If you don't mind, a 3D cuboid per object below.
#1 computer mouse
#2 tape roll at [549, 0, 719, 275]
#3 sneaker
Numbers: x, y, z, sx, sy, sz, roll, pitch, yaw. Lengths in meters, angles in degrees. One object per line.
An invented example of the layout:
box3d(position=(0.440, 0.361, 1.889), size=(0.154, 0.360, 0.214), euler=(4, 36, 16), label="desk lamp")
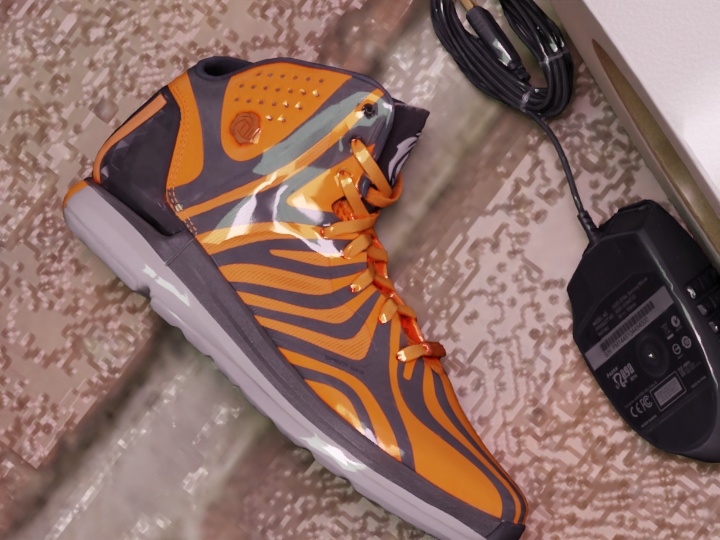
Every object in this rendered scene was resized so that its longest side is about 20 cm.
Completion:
box3d(position=(0.083, -0.025, 0.863), size=(0.034, 0.059, 0.200), euler=(-16, 73, -37), label="computer mouse")
box3d(position=(0.115, -0.034, 0.774), size=(0.037, 0.203, 0.203), euler=(-33, 80, 3), label="tape roll")
box3d(position=(0.000, 0.000, 0.849), size=(0.200, 0.078, 0.112), euler=(42, 92, 10), label="sneaker")
